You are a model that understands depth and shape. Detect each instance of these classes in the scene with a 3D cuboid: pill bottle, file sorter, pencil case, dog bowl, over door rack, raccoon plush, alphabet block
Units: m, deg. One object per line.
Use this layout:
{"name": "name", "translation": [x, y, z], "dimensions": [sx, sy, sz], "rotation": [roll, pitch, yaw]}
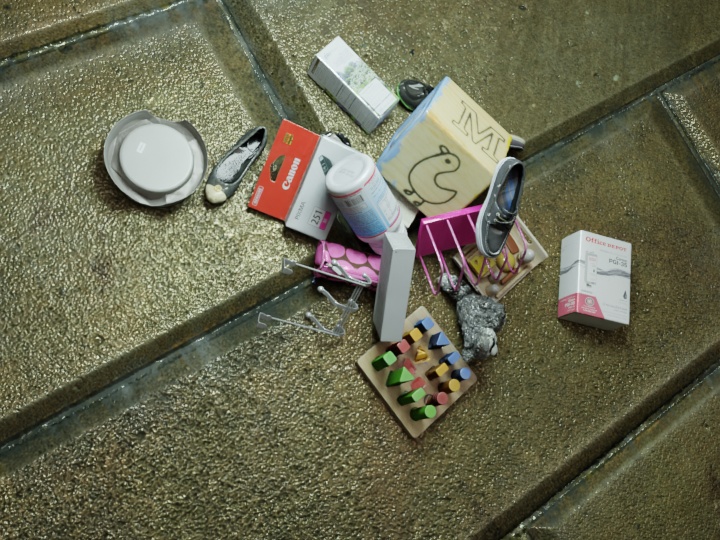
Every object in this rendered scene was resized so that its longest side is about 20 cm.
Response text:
{"name": "pill bottle", "translation": [0.018, -0.129, 1.440], "dimensions": [0.109, 0.108, 0.201], "rotation": [-53, 132, -23]}
{"name": "file sorter", "translation": [0.232, -0.043, 1.500], "dimensions": [0.198, 0.139, 0.127], "rotation": [-14, 63, -10]}
{"name": "pencil case", "translation": [0.000, 0.000, 1.482], "dimensions": [0.198, 0.094, 0.092], "rotation": [12, 90, -14]}
{"name": "dog bowl", "translation": [-0.408, -0.218, 1.425], "dimensions": [0.198, 0.059, 0.203], "rotation": [5, 73, -17]}
{"name": "over door rack", "translation": [-0.094, 0.049, 1.402], "dimensions": [0.198, 0.149, 0.067], "rotation": [11, 31, -30]}
{"name": "raccoon plush", "translation": [0.216, 0.109, 1.517], "dimensions": [0.199, 0.097, 0.134], "rotation": [31, 43, 21]}
{"name": "alphabet block", "translation": [0.178, -0.252, 1.517], "dimensions": [0.199, 0.195, 0.197], "rotation": [39, 42, -9]}

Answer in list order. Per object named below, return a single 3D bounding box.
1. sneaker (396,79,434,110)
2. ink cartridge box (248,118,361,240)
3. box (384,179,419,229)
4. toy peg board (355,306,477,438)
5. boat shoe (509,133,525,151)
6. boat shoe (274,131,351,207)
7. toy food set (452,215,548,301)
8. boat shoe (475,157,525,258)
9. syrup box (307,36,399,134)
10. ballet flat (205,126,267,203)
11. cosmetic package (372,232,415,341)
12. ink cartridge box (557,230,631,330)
{"name": "sneaker", "translation": [0.179, -0.403, 1.654], "dimensions": [0.198, 0.084, 0.078], "rotation": [15, 71, -14]}
{"name": "ink cartridge box", "translation": [-0.114, -0.184, 1.461], "dimensions": [0.172, 0.044, 0.202], "rotation": [21, 102, -18]}
{"name": "box", "translation": [0.031, -0.167, 1.550], "dimensions": [0.199, 0.068, 0.083], "rotation": [36, 66, -6]}
{"name": "toy peg board", "translation": [0.132, 0.202, 1.469], "dimensions": [0.199, 0.098, 0.201], "rotation": [-37, 89, -23]}
{"name": "boat shoe", "translation": [0.294, -0.291, 1.674], "dimensions": [0.198, 0.072, 0.066], "rotation": [4, 87, -21]}
{"name": "boat shoe", "translation": [-0.105, -0.217, 1.525], "dimensions": [0.200, 0.093, 0.075], "rotation": [-40, 110, 4]}
{"name": "toy food set", "translation": [0.317, -0.028, 1.611], "dimensions": [0.199, 0.060, 0.144], "rotation": [-38, 90, -23]}
{"name": "boat shoe", "translation": [0.279, -0.119, 1.385], "dimensions": [0.069, 0.066, 0.202], "rotation": [15, 96, -14]}
{"name": "syrup box", "translation": [-0.017, -0.413, 1.594], "dimensions": [0.200, 0.081, 0.079], "rotation": [44, 65, -2]}
{"name": "ballet flat", "translation": [-0.259, -0.224, 1.476], "dimensions": [0.066, 0.057, 0.201], "rotation": [33, 68, -6]}
{"name": "cosmetic package", "translation": [0.066, 0.033, 1.414], "dimensions": [0.050, 0.083, 0.202], "rotation": [2, 116, -10]}
{"name": "ink cartridge box", "translation": [0.545, 0.023, 1.660], "dimensions": [0.145, 0.083, 0.202], "rotation": [13, 72, -14]}
